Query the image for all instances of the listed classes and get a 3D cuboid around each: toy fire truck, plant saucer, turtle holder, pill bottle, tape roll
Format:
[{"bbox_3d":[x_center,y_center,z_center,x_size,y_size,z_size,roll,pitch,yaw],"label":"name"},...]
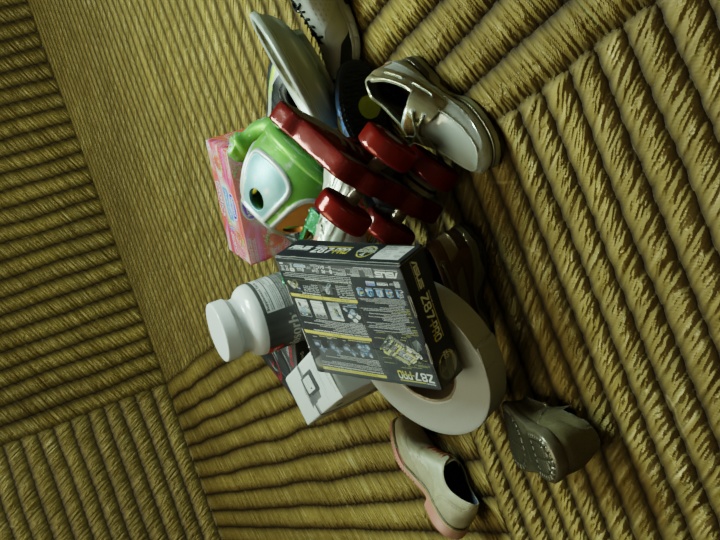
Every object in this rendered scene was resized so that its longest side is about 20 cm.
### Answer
[{"bbox_3d":[0.004,-0.119,1.268,0.113,0.199,0.168,-54,52,14],"label":"toy fire truck"},{"bbox_3d":[-0.074,-0.254,1.437,0.201,0.050,0.200,59,179,2],"label":"plant saucer"},{"bbox_3d":[-0.108,-0.134,1.516,0.185,0.132,0.141,40,-171,0],"label":"turtle holder"},{"bbox_3d":[-0.134,0.065,1.745,0.116,0.199,0.117,50,152,41],"label":"pill bottle"},{"bbox_3d":[0.078,0.099,1.291,0.202,0.037,0.204,27,136,29],"label":"tape roll"}]

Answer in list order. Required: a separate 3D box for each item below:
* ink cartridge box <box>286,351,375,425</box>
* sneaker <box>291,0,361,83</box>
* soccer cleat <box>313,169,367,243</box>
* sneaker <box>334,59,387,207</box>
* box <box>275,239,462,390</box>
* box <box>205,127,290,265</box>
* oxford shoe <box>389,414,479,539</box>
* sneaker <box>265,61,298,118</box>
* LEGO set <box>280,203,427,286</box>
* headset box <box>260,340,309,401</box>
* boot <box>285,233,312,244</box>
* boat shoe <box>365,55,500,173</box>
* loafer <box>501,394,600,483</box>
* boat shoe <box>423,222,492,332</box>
[{"bbox_3d":[-0.009,0.137,1.577,0.084,0.144,0.200,62,157,9],"label":"ink cartridge box"},{"bbox_3d":[-0.055,-0.329,1.391,0.074,0.079,0.202,24,131,59],"label":"sneaker"},{"bbox_3d":[-0.029,-0.052,1.358,0.069,0.077,0.202,99,161,-78],"label":"soccer cleat"},{"bbox_3d":[0.006,-0.162,1.401,0.078,0.065,0.202,-11,98,71],"label":"sneaker"},{"bbox_3d":[0.007,0.048,1.254,0.199,0.049,0.162,3,120,44],"label":"box"},{"bbox_3d":[-0.177,-0.125,1.834,0.102,0.094,0.202,31,136,57],"label":"box"},{"bbox_3d":[0.108,0.270,1.542,0.201,0.070,0.074,56,129,34],"label":"oxford shoe"},{"bbox_3d":[-0.094,-0.214,1.592,0.083,0.071,0.202,41,144,48],"label":"sneaker"},{"bbox_3d":[0.000,0.000,1.471,0.199,0.115,0.155,34,120,36],"label":"LEGO set"},{"bbox_3d":[-0.108,0.128,1.905,0.200,0.074,0.150,44,146,49],"label":"headset box"},{"bbox_3d":[-0.058,-0.015,1.655,0.157,0.079,0.213,19,115,55],"label":"boot"},{"bbox_3d":[0.076,-0.165,1.221,0.200,0.068,0.075,48,147,42],"label":"boat shoe"},{"bbox_3d":[0.205,0.182,1.210,0.200,0.067,0.077,-139,35,-79],"label":"loafer"},{"bbox_3d":[0.106,0.041,1.315,0.076,0.073,0.202,38,141,54],"label":"boat shoe"}]
